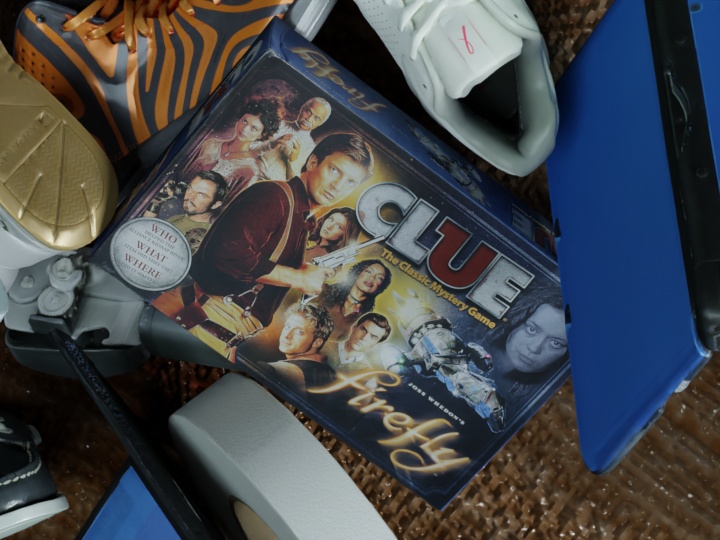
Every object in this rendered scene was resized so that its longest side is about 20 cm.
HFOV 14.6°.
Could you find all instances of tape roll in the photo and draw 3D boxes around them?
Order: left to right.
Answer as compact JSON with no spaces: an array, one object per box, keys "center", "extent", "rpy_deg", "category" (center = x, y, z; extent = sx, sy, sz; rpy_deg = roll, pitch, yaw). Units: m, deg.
[{"center":[-0.015,0.137,1.280],"extent":[0.037,0.203,0.203],"rpy_deg":[-36,93,-14],"category":"tape roll"}]

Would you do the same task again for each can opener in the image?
[{"center":[-0.080,0.024,1.341],"extent":[0.199,0.053,0.067],"rpy_deg":[6,147,24],"category":"can opener"}]

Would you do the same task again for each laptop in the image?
[{"center":[-0.106,0.156,1.324],"extent":[0.103,0.200,0.177],"rpy_deg":[-36,60,-3],"category":"laptop"}]

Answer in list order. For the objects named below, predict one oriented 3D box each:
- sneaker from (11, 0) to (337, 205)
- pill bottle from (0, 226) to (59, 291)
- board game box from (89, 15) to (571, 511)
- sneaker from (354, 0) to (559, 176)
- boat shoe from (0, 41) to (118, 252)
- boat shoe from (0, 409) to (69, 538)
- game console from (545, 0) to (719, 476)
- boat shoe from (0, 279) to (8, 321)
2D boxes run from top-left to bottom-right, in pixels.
[{"center":[-0.088,-0.113,1.257],"extent":[0.112,0.078,0.200],"rpy_deg":[40,119,-9],"category":"sneaker"},{"center":[-0.236,-0.018,1.350],"extent":[0.199,0.112,0.113],"rpy_deg":[-20,101,29],"category":"pill bottle"},{"center":[0.000,0.000,1.236],"extent":[0.200,0.035,0.136],"rpy_deg":[36,116,-13],"category":"board game box"},{"center":[0.031,-0.120,1.163],"extent":[0.078,0.099,0.200],"rpy_deg":[-38,122,5],"category":"sneaker"},{"center":[-0.191,-0.086,1.230],"extent":[0.200,0.071,0.069],"rpy_deg":[54,152,-11],"category":"boat shoe"},{"center":[-0.187,0.096,1.341],"extent":[0.075,0.200,0.061],"rpy_deg":[-16,92,-17],"category":"boat shoe"},{"center":[0.160,-0.036,1.144],"extent":[0.170,0.201,0.119],"rpy_deg":[-8,145,5],"category":"game console"},{"center":[-0.248,-0.036,1.247],"extent":[0.091,0.071,0.201],"rpy_deg":[-34,89,10],"category":"boat shoe"}]
